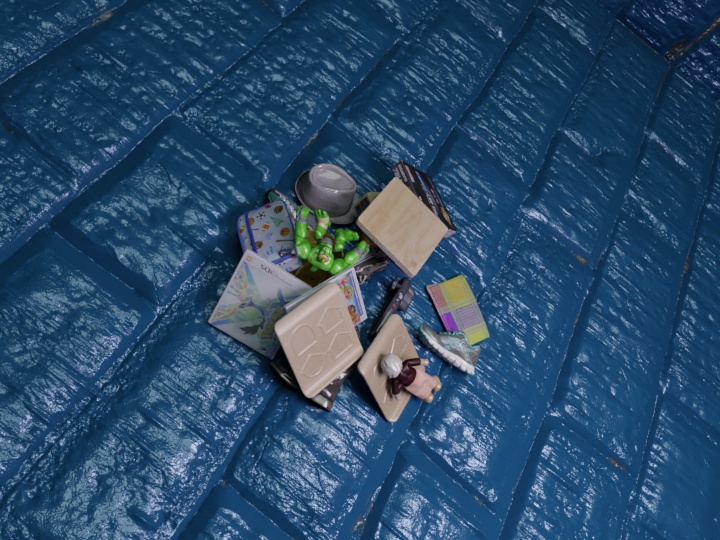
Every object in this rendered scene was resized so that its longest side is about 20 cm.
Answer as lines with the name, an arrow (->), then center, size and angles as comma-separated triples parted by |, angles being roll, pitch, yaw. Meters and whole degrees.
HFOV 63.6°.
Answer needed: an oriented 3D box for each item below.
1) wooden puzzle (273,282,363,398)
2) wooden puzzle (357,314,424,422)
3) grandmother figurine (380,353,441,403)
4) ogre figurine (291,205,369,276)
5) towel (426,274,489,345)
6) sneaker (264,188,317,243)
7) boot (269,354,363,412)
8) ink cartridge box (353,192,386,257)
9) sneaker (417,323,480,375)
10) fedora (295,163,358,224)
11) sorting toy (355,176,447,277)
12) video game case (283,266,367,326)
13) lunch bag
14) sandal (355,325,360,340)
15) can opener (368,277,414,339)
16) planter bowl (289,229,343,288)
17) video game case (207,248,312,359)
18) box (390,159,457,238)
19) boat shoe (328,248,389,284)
wooden puzzle -> -0.096, 0.156, 1.325 | 0.184, 0.046, 0.204 | -36, 118, -27
wooden puzzle -> 0.073, 0.242, 1.448 | 0.186, 0.046, 0.202 | -53, 128, -34
grandmother figurine -> 0.116, 0.260, 1.412 | 0.199, 0.060, 0.123 | 40, 77, -39
ogre figurine -> -0.081, -0.058, 1.388 | 0.199, 0.097, 0.122 | 36, 66, -32
towel -> 0.279, 0.116, 1.650 | 0.141, 0.023, 0.204 | -16, 74, -29
sneaker -> -0.174, -0.144, 1.568 | 0.200, 0.074, 0.087 | 48, 33, 3
boot -> -0.101, 0.220, 1.393 | 0.198, 0.069, 0.176 | 34, 68, -5
ink cartridge box -> 0.093, -0.132, 1.625 | 0.197, 0.075, 0.168 | -8, 69, -48
sneaker -> 0.240, 0.192, 1.555 | 0.198, 0.077, 0.092 | 37, 78, -12
fedora -> -0.080, -0.228, 1.613 | 0.196, 0.091, 0.180 | 21, 53, -11
sorting toy -> 0.099, -0.103, 1.497 | 0.198, 0.070, 0.201 | 43, 53, -3
video game case -> -0.078, 0.099, 1.362 | 0.198, 0.018, 0.146 | -30, 120, -27
lunch bag -> -0.228, -0.072, 1.448 | 0.157, 0.076, 0.203 | -21, 54, 0
sandal -> -0.050, 0.135, 1.484 | 0.073, 0.048, 0.205 | -8, 68, -16
can opener -> 0.084, 0.100, 1.550 | 0.078, 0.063, 0.201 | 38, 57, -2
planter bowl -> -0.131, 0.003, 1.474 | 0.194, 0.084, 0.205 | -5, 55, 8
video game case -> -0.238, 0.081, 1.374 | 0.180, 0.022, 0.203 | 30, 99, -7
box -> 0.185, -0.202, 1.680 | 0.197, 0.049, 0.204 | 15, 49, -56
boat shoe -> 0.000, 0.000, 1.558 | 0.198, 0.071, 0.064 | -29, 78, -33
